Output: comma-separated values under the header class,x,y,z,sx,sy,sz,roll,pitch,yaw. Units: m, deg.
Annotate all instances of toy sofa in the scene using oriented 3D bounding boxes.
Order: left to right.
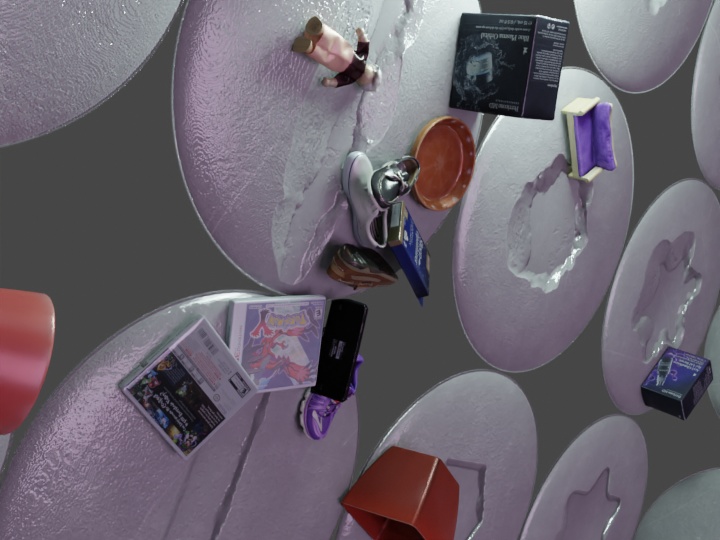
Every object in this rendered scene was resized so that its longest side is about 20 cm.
class,x,y,z,sx,sy,sz,roll,pitch,yaw
toy sofa,0.573,-0.326,2.106,0.083,0.097,0.200,-36,127,-31

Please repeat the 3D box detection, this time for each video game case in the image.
class,x,y,z,sx,sy,sz,roll,pitch,yaw
video game case,-0.292,0.204,1.459,0.182,0.023,0.200,-44,127,-20
video game case,-0.160,0.138,1.568,0.200,0.023,0.183,-2,105,-37

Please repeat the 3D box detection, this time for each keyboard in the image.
class,x,y,z,sx,sy,sz,roll,pitch,yaw
keyboard,-0.049,0.150,1.655,0.040,0.104,0.200,-3,108,-73

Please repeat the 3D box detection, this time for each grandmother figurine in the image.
class,x,y,z,sx,sy,sz,roll,pitch,yaw
grandmother figurine,-0.028,-0.383,1.521,0.121,0.061,0.200,-47,141,14

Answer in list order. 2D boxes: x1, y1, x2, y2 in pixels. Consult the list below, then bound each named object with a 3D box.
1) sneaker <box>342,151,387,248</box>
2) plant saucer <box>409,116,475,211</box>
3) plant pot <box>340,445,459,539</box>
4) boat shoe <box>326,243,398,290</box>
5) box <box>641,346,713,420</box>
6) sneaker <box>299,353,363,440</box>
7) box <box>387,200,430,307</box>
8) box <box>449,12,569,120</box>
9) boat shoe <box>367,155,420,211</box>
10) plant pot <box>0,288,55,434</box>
class,x,y,z,sx,sy,sz,roll,pitch,yaw
sneaker,0.019,-0.135,1.637,0.073,0.071,0.200,-33,125,-33
plant saucer,0.170,-0.227,1.785,0.200,0.032,0.201,-18,116,-40
plant pot,0.111,0.510,1.873,0.176,0.200,0.200,-59,136,-29
boat shoe,0.000,0.000,1.673,0.074,0.076,0.200,-43,149,17
box,1.046,0.371,2.777,0.200,0.148,0.104,-46,131,-25
sneaker,-0.055,0.248,1.684,0.081,0.083,0.200,23,88,-46
box,0.109,-0.032,1.746,0.121,0.032,0.200,-83,153,-45
box,0.302,-0.421,1.731,0.117,0.196,0.200,-7,109,-43
boat shoe,0.068,-0.171,1.616,0.074,0.060,0.200,65,25,-11
plant pot,-0.527,0.104,1.101,0.177,0.200,0.201,20,89,-38
